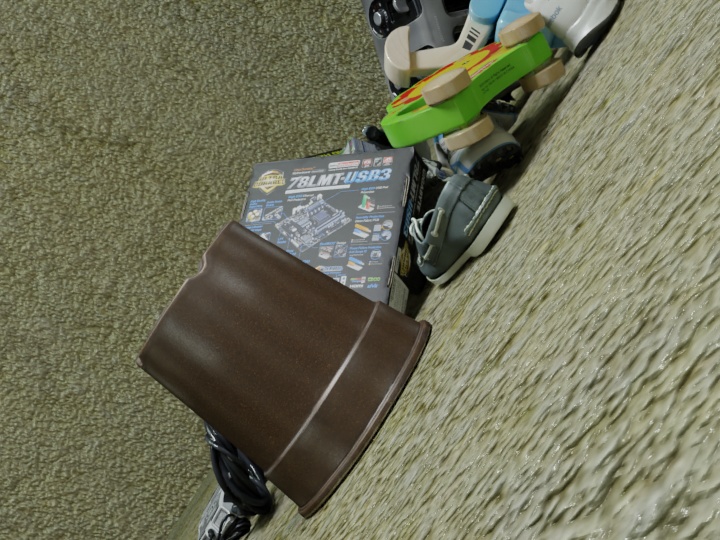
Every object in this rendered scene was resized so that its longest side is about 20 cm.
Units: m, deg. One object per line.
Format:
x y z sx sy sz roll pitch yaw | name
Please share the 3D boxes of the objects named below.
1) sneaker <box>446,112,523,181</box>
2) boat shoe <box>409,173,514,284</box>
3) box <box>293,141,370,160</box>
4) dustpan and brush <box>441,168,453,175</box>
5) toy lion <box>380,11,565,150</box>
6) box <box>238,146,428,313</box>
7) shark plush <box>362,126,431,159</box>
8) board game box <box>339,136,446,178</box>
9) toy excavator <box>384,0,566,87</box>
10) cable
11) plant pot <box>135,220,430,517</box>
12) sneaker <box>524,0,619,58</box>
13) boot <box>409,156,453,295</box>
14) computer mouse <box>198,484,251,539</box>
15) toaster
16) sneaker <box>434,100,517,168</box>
0.115 -0.124 1.219 0.071 0.073 0.200 -27 4 4 | sneaker
0.079 -0.040 1.103 0.073 0.061 0.200 -57 3 -15 | boat shoe
-0.032 -0.060 1.649 0.159 0.044 0.203 -16 -58 -34 | box
0.029 -0.097 1.601 0.140 0.199 0.057 -54 31 17 | dustpan and brush
0.091 -0.176 1.217 0.200 0.069 0.191 -40 17 -36 | toy lion
-0.039 -0.025 1.273 0.050 0.197 0.201 51 -138 -51 | box
0.035 -0.122 1.383 0.082 0.092 0.200 -16 3 10 | shark plush
-0.016 -0.061 1.547 0.201 0.198 0.062 -54 37 30 | board game box
0.143 -0.268 1.352 0.100 0.192 0.202 92 -159 -63 | toy excavator
-0.135 0.189 1.353 0.050 0.165 0.200 -13 -10 -1 | cable
-0.073 0.072 1.071 0.201 0.197 0.200 -55 2 4 | plant pot
0.226 -0.297 1.248 0.075 0.087 0.201 -54 3 41 | sneaker
0.028 -0.067 1.334 0.132 0.199 0.070 -57 -33 -6 | boot
-0.163 0.310 1.484 0.111 0.044 0.200 -60 8 8 | computer mouse
0.121 -0.292 1.524 0.198 0.183 0.118 -17 0 -31 | toaster
0.130 -0.155 1.409 0.200 0.071 0.074 160 121 -82 | sneaker
